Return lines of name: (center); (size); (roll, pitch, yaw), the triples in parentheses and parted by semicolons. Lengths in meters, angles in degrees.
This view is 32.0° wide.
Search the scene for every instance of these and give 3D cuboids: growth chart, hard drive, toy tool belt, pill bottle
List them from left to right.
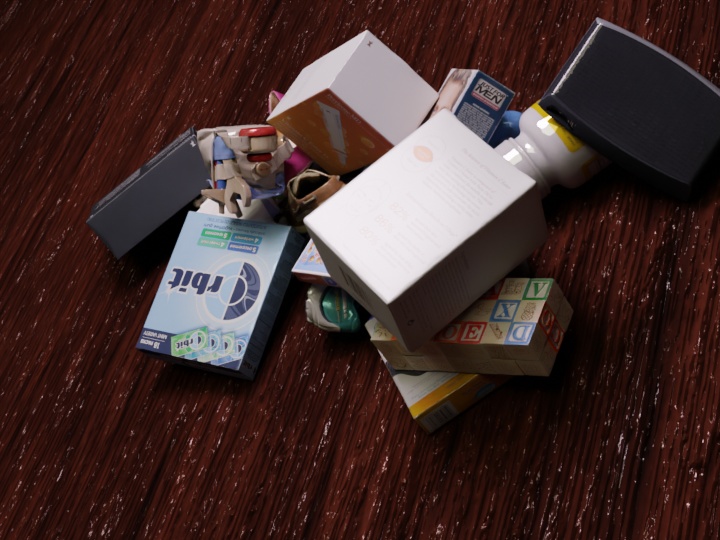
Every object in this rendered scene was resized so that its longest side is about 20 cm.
growth chart: (-0.165, -0.088, 1.744); (0.145, 0.018, 0.200); (-34, 39, 6)
toy tool belt: (-0.142, -0.123, 1.603); (0.125, 0.123, 0.200); (-7, 9, -17)
pill bottle: (0.257, -0.167, 1.471); (0.200, 0.111, 0.111); (-37, 39, 2)
hard drive: (0.313, -0.182, 1.388); (0.200, 0.042, 0.135); (35, 90, 8)

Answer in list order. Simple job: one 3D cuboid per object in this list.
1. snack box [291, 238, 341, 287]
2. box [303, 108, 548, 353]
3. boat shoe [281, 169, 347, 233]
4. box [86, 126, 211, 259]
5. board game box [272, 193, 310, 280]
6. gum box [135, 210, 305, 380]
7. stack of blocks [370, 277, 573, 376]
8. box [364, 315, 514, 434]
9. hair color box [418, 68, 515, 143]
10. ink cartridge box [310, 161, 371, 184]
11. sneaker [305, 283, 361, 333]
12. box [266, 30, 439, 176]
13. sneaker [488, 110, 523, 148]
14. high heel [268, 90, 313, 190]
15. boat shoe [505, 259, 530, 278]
snack box: (0.010, -0.012, 1.434); (0.200, 0.024, 0.072); (7, 59, 44)
box: (0.071, -0.043, 1.316); (0.200, 0.106, 0.152); (-38, 55, -10)
boat shoe: (-0.055, -0.094, 1.586); (0.076, 0.074, 0.200); (-41, 19, -16)
box: (-0.301, -0.117, 1.851); (0.200, 0.079, 0.141); (-39, 12, 1)
board game box: (-0.142, -0.038, 1.720); (0.200, 0.035, 0.136); (-11, 47, 30)
gum box: (-0.182, 0.030, 1.627); (0.170, 0.045, 0.200); (9, 70, 30)
stack of blocks: (0.123, 0.048, 1.353); (0.200, 0.059, 0.115); (0, 52, 38)
box: (0.083, 0.082, 1.428); (0.119, 0.041, 0.200); (-35, 37, 5)
hair color box: (0.100, -0.145, 1.530); (0.200, 0.060, 0.100); (-60, 18, 1)
ink cartridge box: (-0.001, -0.189, 1.753); (0.099, 0.039, 0.200); (-6, 49, 35)
sneaker: (0.000, 0.000, 1.561); (0.080, 0.078, 0.200); (17, 56, 13)
box: (-0.013, -0.207, 1.599); (0.098, 0.124, 0.200); (-57, 18, -20)
sneaker: (0.115, -0.166, 1.609); (0.200, 0.078, 0.066); (-21, 41, 19)
high heel: (-0.107, -0.181, 1.727); (0.067, 0.096, 0.200); (-41, 15, 32)
boat shoe: (0.165, -0.060, 1.488); (0.057, 0.067, 0.200); (-4, 51, 5)
